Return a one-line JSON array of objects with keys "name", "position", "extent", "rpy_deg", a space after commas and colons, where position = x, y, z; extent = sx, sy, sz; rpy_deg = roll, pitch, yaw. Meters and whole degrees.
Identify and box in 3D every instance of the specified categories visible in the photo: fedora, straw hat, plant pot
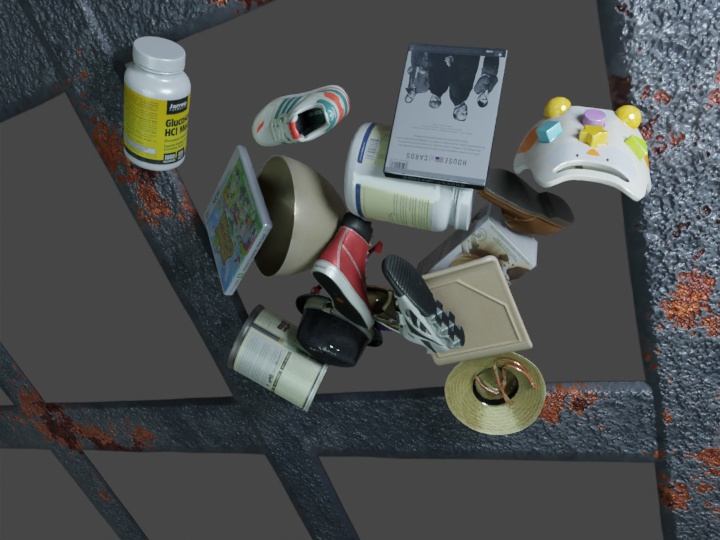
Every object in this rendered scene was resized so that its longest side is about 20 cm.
[{"name": "fedora", "position": [-0.056, 0.132, 1.085], "extent": [0.195, 0.094, 0.202], "rpy_deg": [23, 157, 10]}, {"name": "straw hat", "position": [0.261, 0.210, 1.052], "extent": [0.193, 0.086, 0.207], "rpy_deg": [7, 120, 12]}, {"name": "plant pot", "position": [-0.099, -0.089, 0.957], "extent": [0.131, 0.204, 0.203], "rpy_deg": [2, 137, -32]}]

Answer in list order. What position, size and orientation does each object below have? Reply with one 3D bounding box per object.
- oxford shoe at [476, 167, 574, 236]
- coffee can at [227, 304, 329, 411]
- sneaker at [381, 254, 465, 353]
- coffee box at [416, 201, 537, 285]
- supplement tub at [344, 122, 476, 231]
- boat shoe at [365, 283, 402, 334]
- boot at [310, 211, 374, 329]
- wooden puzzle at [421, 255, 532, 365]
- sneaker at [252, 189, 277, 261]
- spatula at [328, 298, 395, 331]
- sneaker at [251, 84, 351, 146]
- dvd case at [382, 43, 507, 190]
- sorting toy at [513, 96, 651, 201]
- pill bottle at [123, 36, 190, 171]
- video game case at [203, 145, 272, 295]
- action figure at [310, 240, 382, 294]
[{"name": "oxford shoe", "position": [0.239, -0.093, 0.830], "extent": [0.195, 0.073, 0.071], "rpy_deg": [20, 139, -30]}, {"name": "coffee can", "position": [-0.167, 0.188, 1.174], "extent": [0.196, 0.148, 0.149], "rpy_deg": [28, 128, 2]}, {"name": "sneaker", "position": [0.081, 0.067, 0.886], "extent": [0.087, 0.075, 0.201], "rpy_deg": [-27, 113, 33]}, {"name": "coffee box", "position": [0.191, -0.008, 0.938], "extent": [0.112, 0.081, 0.200], "rpy_deg": [40, 128, -8]}, {"name": "supplement tub", "position": [0.084, -0.144, 0.853], "extent": [0.193, 0.146, 0.149], "rpy_deg": [12, 126, 14]}, {"name": "boat shoe", "position": [0.058, 0.072, 1.036], "extent": [0.195, 0.077, 0.075], "rpy_deg": [13, 167, 14]}, {"name": "boot", "position": [0.000, 0.000, 0.951], "extent": [0.071, 0.147, 0.202], "rpy_deg": [13, 151, 31]}, {"name": "wooden puzzle", "position": [0.176, 0.072, 0.928], "extent": [0.180, 0.038, 0.203], "rpy_deg": [-16, 119, 30]}, {"name": "sneaker", "position": [-0.214, -0.072, 1.062], "extent": [0.074, 0.088, 0.203], "rpy_deg": [30, 127, 2]}, {"name": "spatula", "position": [-0.005, 0.085, 1.110], "extent": [0.193, 0.021, 0.058], "rpy_deg": [16, 131, 8]}, {"name": "sneaker", "position": [-0.114, -0.246, 0.900], "extent": [0.194, 0.094, 0.072], "rpy_deg": [-9, 119, 27]}, {"name": "dvd case", "position": [0.121, -0.223, 0.775], "extent": [0.145, 0.207, 0.025], "rpy_deg": [9, 169, 15]}, {"name": "sorting toy", "position": [0.307, -0.147, 0.736], "extent": [0.193, 0.182, 0.110], "rpy_deg": [11, 127, 14]}, {"name": "pill bottle", "position": [-0.358, -0.291, 0.960], "extent": [0.109, 0.113, 0.204], "rpy_deg": [24, 128, 5]}, {"name": "video game case", "position": [-0.232, -0.093, 1.003], "extent": [0.022, 0.204, 0.183], "rpy_deg": [6, 137, -39]}, {"name": "action figure", "position": [-0.039, -0.004, 1.060], "extent": [0.065, 0.052, 0.199], "rpy_deg": [41, 130, -9]}]
